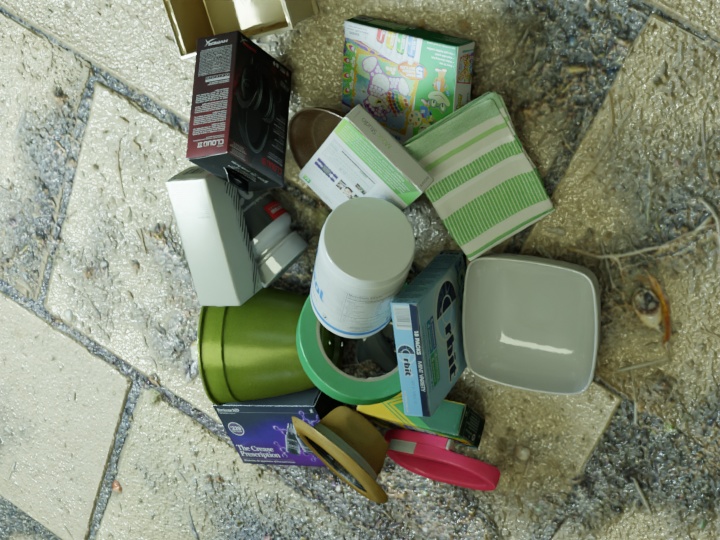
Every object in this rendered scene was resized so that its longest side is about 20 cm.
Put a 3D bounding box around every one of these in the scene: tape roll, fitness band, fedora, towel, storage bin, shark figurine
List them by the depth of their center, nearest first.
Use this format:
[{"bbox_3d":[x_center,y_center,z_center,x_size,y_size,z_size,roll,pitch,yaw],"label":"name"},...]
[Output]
[{"bbox_3d":[0.163,-0.125,1.545,0.152,0.023,0.201,-31,117,6],"label":"towel"},{"bbox_3d":[-0.186,-0.429,1.624,0.198,0.094,0.201,-8,108,30],"label":"storage bin"},{"bbox_3d":[0.004,0.096,1.690,0.200,0.201,0.048,41,161,5],"label":"tape roll"},{"bbox_3d":[-0.015,0.266,1.726,0.200,0.082,0.201,40,166,12],"label":"fedora"},{"bbox_3d":[0.035,0.133,1.760,0.215,0.089,0.128,49,126,3],"label":"shark figurine"},{"bbox_3d":[0.122,0.293,1.762,0.198,0.038,0.144,7,156,38],"label":"fitness band"}]

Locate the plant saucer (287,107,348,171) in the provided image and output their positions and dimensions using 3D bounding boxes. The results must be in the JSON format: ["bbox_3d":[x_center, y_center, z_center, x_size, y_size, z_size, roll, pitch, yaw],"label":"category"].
[{"bbox_3d":[-0.017,-0.158,1.629,0.199,0.037,0.201,30,148,21],"label":"plant saucer"}]

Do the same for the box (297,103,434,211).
[{"bbox_3d":[0.004,-0.129,1.571,0.144,0.036,0.200,45,153,-3],"label":"box"}]

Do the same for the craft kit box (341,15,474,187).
[{"bbox_3d":[0.060,-0.236,1.583,0.199,0.048,0.200,20,124,35],"label":"craft kit box"}]

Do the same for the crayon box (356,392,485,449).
[{"bbox_3d":[0.080,0.220,1.750,0.198,0.126,0.052,11,77,24],"label":"crayon box"}]

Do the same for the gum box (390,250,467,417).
[{"bbox_3d":[0.108,0.086,1.631,0.044,0.200,0.172,2,113,25],"label":"gum box"}]

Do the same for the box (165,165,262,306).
[{"bbox_3d":[-0.215,-0.051,1.681,0.081,0.068,0.202,1,114,31],"label":"box"}]

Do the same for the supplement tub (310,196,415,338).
[{"bbox_3d":[0.000,0.000,1.583,0.131,0.132,0.201,34,155,10],"label":"supplement tub"}]

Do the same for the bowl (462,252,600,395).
[{"bbox_3d":[0.250,0.068,1.626,0.197,0.075,0.202,9,114,24],"label":"bowl"}]

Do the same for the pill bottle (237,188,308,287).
[{"bbox_3d":[-0.179,-0.080,1.761,0.200,0.114,0.114,47,124,1],"label":"pill bottle"}]

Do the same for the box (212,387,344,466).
[{"bbox_3d":[-0.123,0.247,1.877,0.198,0.079,0.142,-4,124,29],"label":"box"}]

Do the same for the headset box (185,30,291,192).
[{"bbox_3d":[-0.171,-0.213,1.615,0.076,0.149,0.203,-6,73,28],"label":"headset box"}]

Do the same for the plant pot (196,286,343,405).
[{"bbox_3d":[-0.131,0.113,1.788,0.190,0.201,0.203,0,112,15],"label":"plant pot"}]
